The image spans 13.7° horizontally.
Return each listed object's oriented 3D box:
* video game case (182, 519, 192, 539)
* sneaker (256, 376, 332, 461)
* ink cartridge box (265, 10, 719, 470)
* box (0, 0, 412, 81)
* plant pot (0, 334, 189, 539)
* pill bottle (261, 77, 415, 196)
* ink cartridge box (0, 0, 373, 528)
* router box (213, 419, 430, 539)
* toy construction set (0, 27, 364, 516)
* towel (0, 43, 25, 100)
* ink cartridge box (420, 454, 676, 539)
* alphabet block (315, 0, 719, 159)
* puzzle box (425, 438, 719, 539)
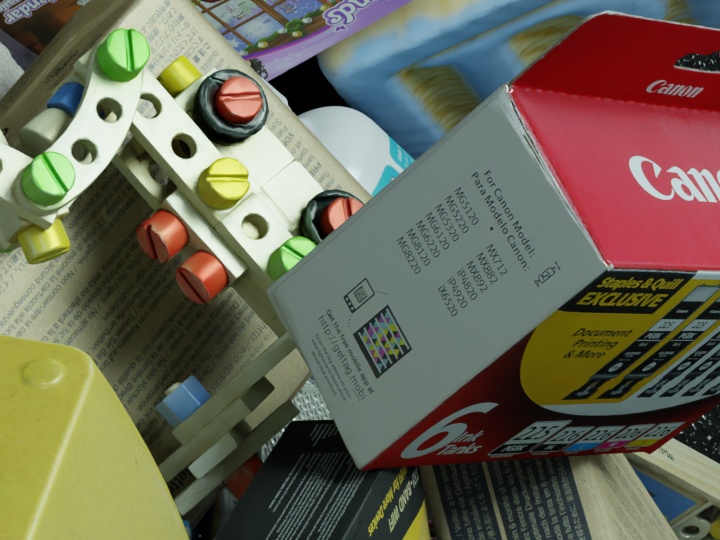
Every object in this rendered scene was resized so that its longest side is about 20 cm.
[{"bbox_3d":[-0.158,0.150,1.091,0.143,0.018,0.200,12,41,9],"label":"video game case"},{"bbox_3d":[0.008,0.134,1.272,0.077,0.085,0.200,-23,93,-11],"label":"sneaker"},{"bbox_3d":[0.098,-0.007,1.121,0.200,0.176,0.084,1,55,-52],"label":"ink cartridge box"},{"bbox_3d":[-0.055,-0.143,1.332,0.137,0.200,0.039,36,35,-46],"label":"box"},{"bbox_3d":[-0.164,0.122,0.973,0.200,0.176,0.200,8,43,8],"label":"plant pot"},{"bbox_3d":[0.000,0.000,1.387,0.200,0.111,0.111,43,38,-20],"label":"pill bottle"},{"bbox_3d":[-0.100,0.005,1.227,0.165,0.075,0.200,48,61,-18],"label":"ink cartridge box"},{"bbox_3d":[-0.017,0.163,1.073,0.200,0.052,0.157,-57,141,-64],"label":"router box"},{"bbox_3d":[-0.075,-0.007,1.145,0.131,0.092,0.200,-42,105,-31],"label":"toy construction set"},{"bbox_3d":[-0.183,-0.059,1.282,0.200,0.034,0.133,50,37,-10],"label":"towel"},{"bbox_3d":[0.101,0.159,1.273,0.200,0.075,0.165,55,17,-49],"label":"ink cartridge box"},{"bbox_3d":[0.059,-0.194,1.483,0.195,0.196,0.200,44,25,-73],"label":"alphabet block"},{"bbox_3d":[0.079,0.109,1.381,0.200,0.133,0.025,28,39,-33],"label":"puzzle box"}]
